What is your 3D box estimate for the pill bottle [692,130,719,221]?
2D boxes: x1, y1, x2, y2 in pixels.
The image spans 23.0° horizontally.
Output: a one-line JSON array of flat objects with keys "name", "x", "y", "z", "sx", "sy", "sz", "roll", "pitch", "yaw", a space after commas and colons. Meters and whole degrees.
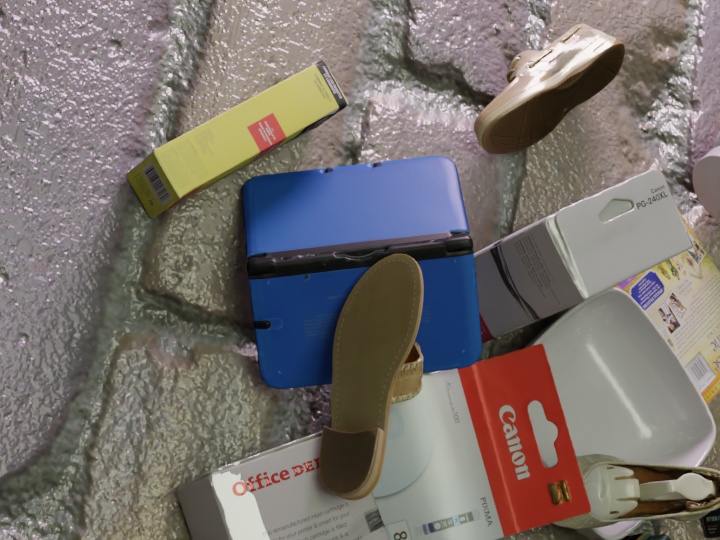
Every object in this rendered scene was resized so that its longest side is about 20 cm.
[{"name": "pill bottle", "x": 0.443, "y": -0.128, "z": 1.861, "sx": 0.200, "sy": 0.111, "sz": 0.111, "roll": -34, "pitch": 93, "yaw": -31}]

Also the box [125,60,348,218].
[{"name": "box", "x": -0.109, "y": -0.118, "z": 1.580, "sx": 0.200, "sy": 0.075, "sz": 0.050, "roll": -31, "pitch": 92, "yaw": -32}]

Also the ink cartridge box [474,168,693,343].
[{"name": "ink cartridge box", "x": 0.187, "y": -0.010, "z": 1.637, "sx": 0.145, "sy": 0.200, "sz": 0.084, "roll": -24, "pitch": 88, "yaw": -31}]

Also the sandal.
[{"name": "sandal", "x": 0.019, "y": 0.097, "z": 1.514, "sx": 0.070, "sy": 0.077, "sz": 0.213, "roll": 37, "pitch": 62, "yaw": -55}]

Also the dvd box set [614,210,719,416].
[{"name": "dvd box set", "x": 0.314, "y": 0.029, "z": 1.784, "sx": 0.146, "sy": 0.029, "sz": 0.200, "roll": -39, "pitch": 96, "yaw": -40}]

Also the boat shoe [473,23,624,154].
[{"name": "boat shoe", "x": 0.177, "y": -0.184, "z": 1.765, "sx": 0.200, "sy": 0.072, "sz": 0.065, "roll": -36, "pitch": 59, "yaw": -26}]

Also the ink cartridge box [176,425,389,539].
[{"name": "ink cartridge box", "x": -0.052, "y": 0.250, "z": 1.503, "sx": 0.146, "sy": 0.084, "sz": 0.201, "roll": -15, "pitch": 83, "yaw": -31}]

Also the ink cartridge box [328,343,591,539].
[{"name": "ink cartridge box", "x": 0.087, "y": 0.166, "z": 1.565, "sx": 0.199, "sy": 0.047, "sz": 0.161, "roll": -16, "pitch": 82, "yaw": 6}]

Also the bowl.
[{"name": "bowl", "x": 0.223, "y": 0.139, "z": 1.690, "sx": 0.200, "sy": 0.075, "sz": 0.200, "roll": -37, "pitch": 96, "yaw": -30}]

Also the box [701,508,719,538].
[{"name": "box", "x": 0.452, "y": 0.218, "z": 1.720, "sx": 0.158, "sy": 0.200, "sz": 0.046, "roll": -8, "pitch": 83, "yaw": -29}]

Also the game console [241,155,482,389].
[{"name": "game console", "x": 0.000, "y": 0.000, "z": 1.585, "sx": 0.199, "sy": 0.118, "sz": 0.172, "roll": -6, "pitch": 104, "yaw": -1}]

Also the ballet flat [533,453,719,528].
[{"name": "ballet flat", "x": 0.251, "y": 0.197, "z": 1.610, "sx": 0.199, "sy": 0.062, "sz": 0.068, "roll": 0, "pitch": 76, "yaw": -28}]

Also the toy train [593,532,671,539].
[{"name": "toy train", "x": 0.282, "y": 0.334, "z": 1.645, "sx": 0.085, "sy": 0.114, "sz": 0.201, "roll": -33, "pitch": 93, "yaw": -31}]
